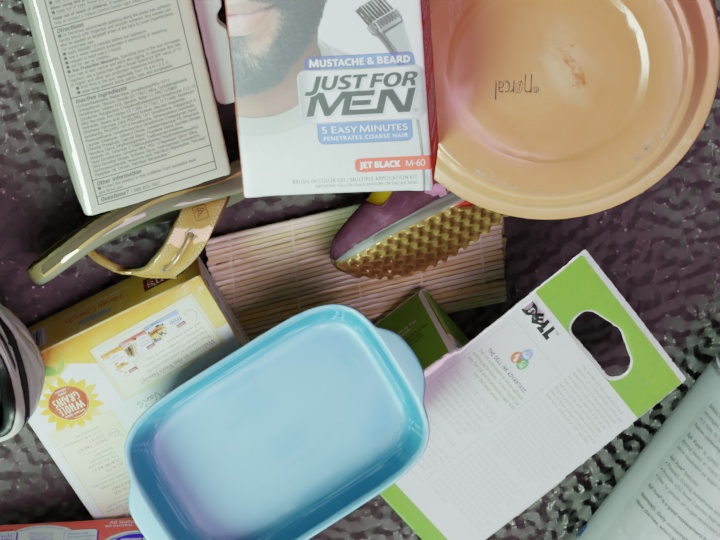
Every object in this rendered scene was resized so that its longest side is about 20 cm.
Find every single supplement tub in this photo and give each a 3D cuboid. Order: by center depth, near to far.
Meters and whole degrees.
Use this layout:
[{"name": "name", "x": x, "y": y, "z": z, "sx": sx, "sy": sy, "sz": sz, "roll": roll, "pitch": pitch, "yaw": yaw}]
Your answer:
[{"name": "supplement tub", "x": 0.244, "y": 0.157, "z": 1.676, "sx": 0.131, "sy": 0.132, "sz": 0.200, "roll": 29, "pitch": 107, "yaw": -28}]

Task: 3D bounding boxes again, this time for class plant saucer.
[{"name": "plant saucer", "x": 0.107, "y": -0.120, "z": 1.425, "sx": 0.198, "sy": 0.032, "sz": 0.202, "roll": 2, "pitch": 116, "yaw": 4}]

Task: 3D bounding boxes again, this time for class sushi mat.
[{"name": "sushi mat", "x": 0.000, "y": 0.000, "z": 1.582, "sx": 0.198, "sy": 0.012, "sz": 0.096, "roll": -13, "pitch": 119, "yaw": -11}]

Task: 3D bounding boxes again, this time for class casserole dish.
[{"name": "casserole dish", "x": -0.051, "y": 0.103, "z": 1.523, "sx": 0.199, "sy": 0.039, "sz": 0.122, "roll": -32, "pitch": 94, "yaw": 3}]

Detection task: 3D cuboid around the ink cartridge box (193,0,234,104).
[{"name": "ink cartridge box", "x": -0.007, "y": -0.183, "z": 1.450, "sx": 0.198, "sy": 0.067, "sz": 0.117, "roll": -16, "pitch": 121, "yaw": -9}]

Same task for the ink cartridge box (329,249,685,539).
[{"name": "ink cartridge box", "x": 0.088, "y": 0.073, "z": 1.604, "sx": 0.200, "sy": 0.076, "sz": 0.148, "roll": -38, "pitch": 126, "yaw": 5}]

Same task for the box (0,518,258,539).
[{"name": "box", "x": -0.153, "y": 0.222, "z": 1.565, "sx": 0.198, "sy": 0.103, "sz": 0.095, "roll": -4, "pitch": 126, "yaw": 0}]

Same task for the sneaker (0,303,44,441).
[{"name": "sneaker", "x": -0.257, "y": 0.017, "z": 1.448, "sx": 0.076, "sy": 0.088, "sz": 0.200, "roll": -40, "pitch": 105, "yaw": 11}]

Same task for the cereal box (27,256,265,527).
[{"name": "cereal box", "x": -0.122, "y": 0.097, "z": 1.572, "sx": 0.143, "sy": 0.040, "sz": 0.201, "roll": -25, "pitch": 123, "yaw": 5}]

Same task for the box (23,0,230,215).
[{"name": "box", "x": -0.143, "y": -0.144, "z": 1.420, "sx": 0.094, "sy": 0.078, "sz": 0.201, "roll": -15, "pitch": 121, "yaw": -9}]

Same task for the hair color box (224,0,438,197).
[{"name": "hair color box", "x": -0.018, "y": -0.144, "z": 1.371, "sx": 0.110, "sy": 0.064, "sz": 0.202, "roll": -2, "pitch": 115, "yaw": 6}]

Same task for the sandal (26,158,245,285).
[{"name": "sandal", "x": -0.103, "y": -0.027, "z": 1.491, "sx": 0.199, "sy": 0.080, "sz": 0.054, "roll": -21, "pitch": 90, "yaw": -11}]

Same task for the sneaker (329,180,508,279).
[{"name": "sneaker", "x": 0.056, "y": -0.073, "z": 1.529, "sx": 0.199, "sy": 0.091, "sz": 0.075, "roll": -33, "pitch": 155, "yaw": 17}]
